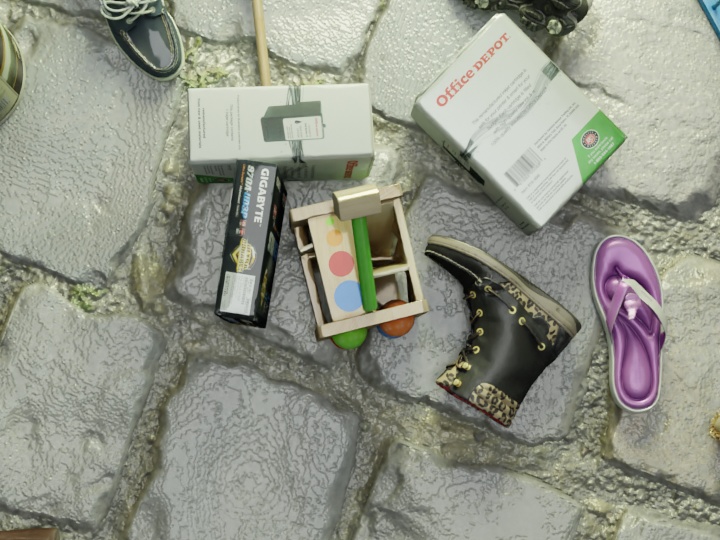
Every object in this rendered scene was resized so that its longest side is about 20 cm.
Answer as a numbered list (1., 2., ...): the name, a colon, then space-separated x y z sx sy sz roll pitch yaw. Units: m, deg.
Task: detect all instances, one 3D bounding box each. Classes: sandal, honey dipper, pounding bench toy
1. sandal: 0.313 0.059 1.545 0.081 0.050 0.206 -9 86 -4
2. honey dipper: -0.115 -0.288 1.556 0.037 0.038 0.203 -7 88 -3
3. pounding bench toy: 0.000 0.000 1.459 0.123 0.200 0.158 -13 86 -4

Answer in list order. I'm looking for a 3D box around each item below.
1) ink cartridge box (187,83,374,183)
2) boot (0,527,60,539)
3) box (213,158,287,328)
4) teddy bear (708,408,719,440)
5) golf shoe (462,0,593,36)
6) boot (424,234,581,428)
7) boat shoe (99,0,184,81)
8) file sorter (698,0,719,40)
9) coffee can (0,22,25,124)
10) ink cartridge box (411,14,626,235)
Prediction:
1. ink cartridge box: -0.086 -0.148 1.493 0.197 0.147 0.084 -2 85 -4
2. boot: -0.420 0.353 1.453 0.197 0.065 0.188 7 56 -5
3. box: -0.115 -0.023 1.455 0.045 0.200 0.161 8 85 0
4. teddy bear: 0.476 0.231 1.542 0.145 0.067 0.200 -43 83 -14
5. golf shoe: 0.174 -0.335 1.564 0.199 0.078 0.088 32 42 15
6. boot: 0.131 0.067 1.528 0.199 0.073 0.152 33 85 -6
7. boat shoe: -0.260 -0.309 1.537 0.074 0.062 0.202 -25 88 -6
8. file sorter: 0.446 -0.381 1.548 0.138 0.123 0.202 -28 87 -5
9. coffee can: -0.448 -0.230 1.452 0.144 0.200 0.149 0 86 -3
10. ink cartridge box: 0.173 -0.163 1.530 0.147 0.083 0.200 -44 89 -5
